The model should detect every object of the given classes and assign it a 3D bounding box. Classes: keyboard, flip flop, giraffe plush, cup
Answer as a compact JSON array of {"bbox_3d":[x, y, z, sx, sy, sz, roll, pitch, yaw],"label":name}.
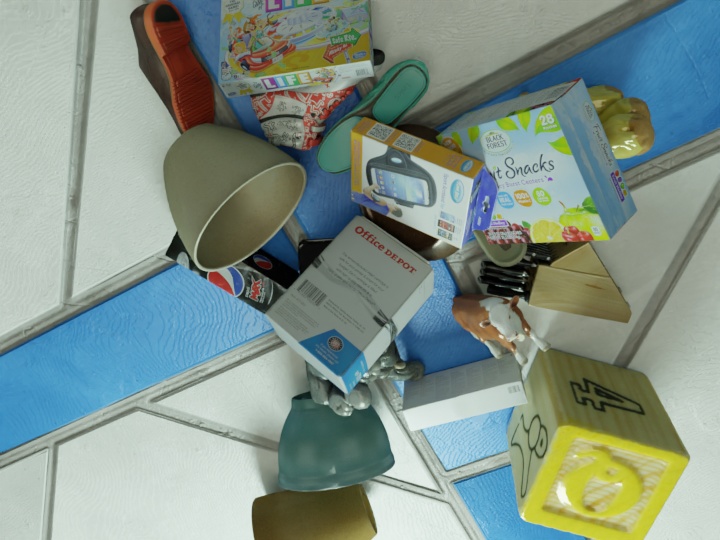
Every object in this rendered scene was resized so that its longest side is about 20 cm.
[{"bbox_3d":[0.000,0.000,1.013,0.196,0.040,0.106,-1,92,8],"label":"keyboard"},{"bbox_3d":[0.163,-0.093,0.904,0.081,0.057,0.202,-35,82,23],"label":"flip flop"},{"bbox_3d":[0.273,-0.137,0.847,0.197,0.173,0.164,2,124,15],"label":"giraffe plush"},{"bbox_3d":[-0.194,-0.122,0.900,0.143,0.200,0.201,46,115,13],"label":"cup"}]

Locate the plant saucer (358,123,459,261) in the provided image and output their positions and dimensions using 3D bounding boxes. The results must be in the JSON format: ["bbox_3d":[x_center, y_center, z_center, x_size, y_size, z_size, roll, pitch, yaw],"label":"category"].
[{"bbox_3d":[0.071,-0.102,0.903,0.198,0.037,0.203,15,120,27],"label":"plant saucer"}]

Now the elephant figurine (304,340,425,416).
[{"bbox_3d":[0.004,0.130,1.016,0.140,0.199,0.158,10,114,30],"label":"elephant figurine"}]

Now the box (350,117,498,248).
[{"bbox_3d":[0.078,-0.109,0.826,0.198,0.042,0.120,27,143,22],"label":"box"}]

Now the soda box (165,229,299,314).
[{"bbox_3d":[-0.198,-0.009,1.003,0.198,0.071,0.064,32,116,-9],"label":"soda box"}]

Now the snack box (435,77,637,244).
[{"bbox_3d":[0.204,-0.119,0.768,0.067,0.199,0.170,-39,110,-25],"label":"snack box"}]

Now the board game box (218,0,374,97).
[{"bbox_3d":[-0.083,-0.303,0.824,0.197,0.034,0.137,-6,71,10],"label":"board game box"}]

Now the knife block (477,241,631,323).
[{"bbox_3d":[0.284,0.025,0.966,0.174,0.064,0.201,-32,108,21],"label":"knife block"}]

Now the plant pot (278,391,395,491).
[{"bbox_3d":[-0.048,0.268,1.067,0.197,0.200,0.137,-9,88,11],"label":"plant pot"}]

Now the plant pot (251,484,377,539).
[{"bbox_3d":[-0.075,0.477,1.175,0.197,0.187,0.189,-21,112,1],"label":"plant pot"}]

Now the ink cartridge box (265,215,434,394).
[{"bbox_3d":[-0.011,0.045,0.903,0.146,0.200,0.086,36,161,23],"label":"ink cartridge box"}]

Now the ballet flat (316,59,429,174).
[{"bbox_3d":[0.020,-0.211,0.881,0.067,0.071,0.200,43,116,-13],"label":"ballet flat"}]

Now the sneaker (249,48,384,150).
[{"bbox_3d":[-0.052,-0.232,0.883,0.198,0.067,0.109,-9,115,15],"label":"sneaker"}]

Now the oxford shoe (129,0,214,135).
[{"bbox_3d":[-0.264,-0.271,0.900,0.072,0.071,0.203,9,123,35],"label":"oxford shoe"}]

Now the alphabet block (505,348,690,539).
[{"bbox_3d":[0.354,0.270,0.999,0.193,0.201,0.198,12,117,0],"label":"alphabet block"}]

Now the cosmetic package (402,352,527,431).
[{"bbox_3d":[0.170,0.200,1.054,0.197,0.083,0.051,-17,115,15],"label":"cosmetic package"}]

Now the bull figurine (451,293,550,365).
[{"bbox_3d":[0.203,0.079,0.941,0.065,0.200,0.122,-45,105,-6],"label":"bull figurine"}]
